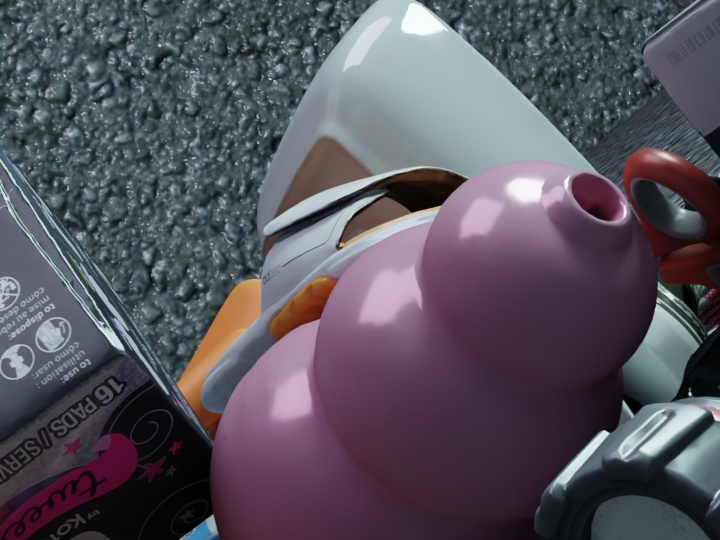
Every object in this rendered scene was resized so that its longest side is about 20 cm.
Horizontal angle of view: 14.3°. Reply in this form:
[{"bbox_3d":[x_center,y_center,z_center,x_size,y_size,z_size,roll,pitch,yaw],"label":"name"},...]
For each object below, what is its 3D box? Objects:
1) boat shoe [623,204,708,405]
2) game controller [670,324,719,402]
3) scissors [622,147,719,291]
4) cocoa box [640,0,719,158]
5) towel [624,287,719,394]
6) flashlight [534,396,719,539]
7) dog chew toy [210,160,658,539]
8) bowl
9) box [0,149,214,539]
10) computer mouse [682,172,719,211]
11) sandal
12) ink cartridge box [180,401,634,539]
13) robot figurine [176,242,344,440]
[{"bbox_3d":[0.108,0.001,1.205,0.064,0.071,0.200,-38,21,-4],"label":"boat shoe"},{"bbox_3d":[0.129,0.044,0.977,0.104,0.042,0.200,-52,-6,27],"label":"game controller"},{"bbox_3d":[0.102,0.000,0.988,0.014,0.073,0.200,-58,3,-16],"label":"scissors"},{"bbox_3d":[0.219,-0.090,0.945,0.200,0.132,0.133,-38,2,-40],"label":"cocoa box"},{"bbox_3d":[0.101,0.056,1.305,0.200,0.030,0.146,-35,1,1],"label":"towel"},{"bbox_3d":[0.120,0.035,0.766,0.067,0.068,0.200,-2,23,37],"label":"flashlight"},{"bbox_3d":[0.030,0.041,0.963,0.124,0.124,0.200,-39,-14,-50],"label":"dog chew toy"},{"bbox_3d":[0.032,-0.014,1.418,0.075,0.200,0.200,-39,-10,-34],"label":"bowl"},{"bbox_3d":[-0.165,0.073,1.027,0.200,0.132,0.115,-37,-36,0],"label":"box"},{"bbox_3d":[0.181,-0.032,1.211,0.109,0.044,0.200,-11,1,0],"label":"computer mouse"},{"bbox_3d":[-0.007,0.000,1.074,0.079,0.060,0.206,4,-23,-30],"label":"sandal"},{"bbox_3d":[0.007,0.094,1.132,0.200,0.084,0.145,-37,2,-3],"label":"ink cartridge box"},{"bbox_3d":[-0.040,0.084,1.349,0.201,0.116,0.144,-61,-1,-9],"label":"robot figurine"}]
